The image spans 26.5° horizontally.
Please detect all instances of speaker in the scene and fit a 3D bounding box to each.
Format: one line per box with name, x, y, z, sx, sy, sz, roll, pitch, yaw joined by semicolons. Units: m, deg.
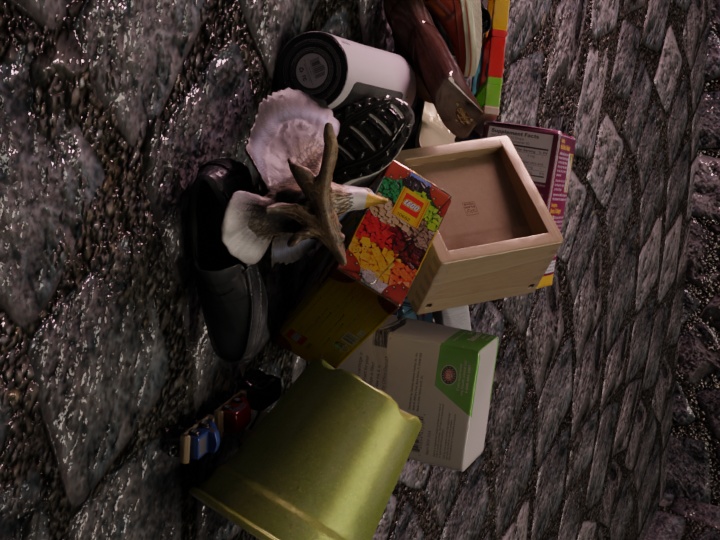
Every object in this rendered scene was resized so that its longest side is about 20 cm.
speaker;-0.011;-0.200;1.599;0.200;0.081;0.081;-3;104;-68

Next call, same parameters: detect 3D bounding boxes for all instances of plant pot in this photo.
plant pot;-0.038;0.197;1.527;0.184;0.200;0.200;-57;154;-9

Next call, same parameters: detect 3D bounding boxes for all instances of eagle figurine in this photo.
eagle figurine;-0.050;-0.071;1.419;0.152;0.151;0.200;-55;-159;7

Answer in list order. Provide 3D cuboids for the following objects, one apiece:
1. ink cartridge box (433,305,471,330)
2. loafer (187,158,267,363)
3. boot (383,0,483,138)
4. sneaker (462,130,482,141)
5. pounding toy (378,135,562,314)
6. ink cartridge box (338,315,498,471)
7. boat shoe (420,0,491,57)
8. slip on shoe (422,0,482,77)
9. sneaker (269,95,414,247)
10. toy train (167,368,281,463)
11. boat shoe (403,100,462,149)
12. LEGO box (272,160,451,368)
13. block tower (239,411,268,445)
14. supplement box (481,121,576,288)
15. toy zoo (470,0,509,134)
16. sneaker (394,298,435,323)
ink cartridge box;0.100;-0.010;1.897;0.200;0.041;0.200;78;-1;-46
loafer;-0.130;-0.004;1.426;0.070;0.068;0.201;-40;130;-61
boot;0.095;-0.202;1.727;0.186;0.064;0.200;56;4;-48
sneaker;0.130;-0.098;2.009;0.082;0.074;0.200;-53;147;-44
pounding toy;0.114;-0.060;1.745;0.184;0.200;0.142;-10;148;-24
ink cartridge box;0.045;0.131;1.754;0.084;0.200;0.146;-27;126;-66
boat shoe;0.128;-0.312;1.896;0.199;0.066;0.075;42;61;-66
slip on shoe;0.103;-0.315;1.768;0.074;0.061;0.200;-76;154;-52
sneaker;-0.024;-0.103;1.566;0.200;0.074;0.079;-45;175;11
toy train;-0.132;0.146;1.530;0.200;0.046;0.034;-34;132;-60
boat shoe;0.092;-0.169;1.899;0.063;0.074;0.201;-47;-169;37
LEGO box;0.000;0.000;1.605;0.149;0.077;0.200;-64;-171;-32
block tower;-0.082;0.238;1.695;0.200;0.054;0.058;79;30;-46
supplement box;0.201;-0.082;1.941;0.131;0.103;0.200;-3;103;-73
toy zoo;0.166;-0.285;1.959;0.131;0.020;0.200;136;-40;-83
sneaker;0.041;0.075;1.871;0.096;0.079;0.200;-34;122;-30
